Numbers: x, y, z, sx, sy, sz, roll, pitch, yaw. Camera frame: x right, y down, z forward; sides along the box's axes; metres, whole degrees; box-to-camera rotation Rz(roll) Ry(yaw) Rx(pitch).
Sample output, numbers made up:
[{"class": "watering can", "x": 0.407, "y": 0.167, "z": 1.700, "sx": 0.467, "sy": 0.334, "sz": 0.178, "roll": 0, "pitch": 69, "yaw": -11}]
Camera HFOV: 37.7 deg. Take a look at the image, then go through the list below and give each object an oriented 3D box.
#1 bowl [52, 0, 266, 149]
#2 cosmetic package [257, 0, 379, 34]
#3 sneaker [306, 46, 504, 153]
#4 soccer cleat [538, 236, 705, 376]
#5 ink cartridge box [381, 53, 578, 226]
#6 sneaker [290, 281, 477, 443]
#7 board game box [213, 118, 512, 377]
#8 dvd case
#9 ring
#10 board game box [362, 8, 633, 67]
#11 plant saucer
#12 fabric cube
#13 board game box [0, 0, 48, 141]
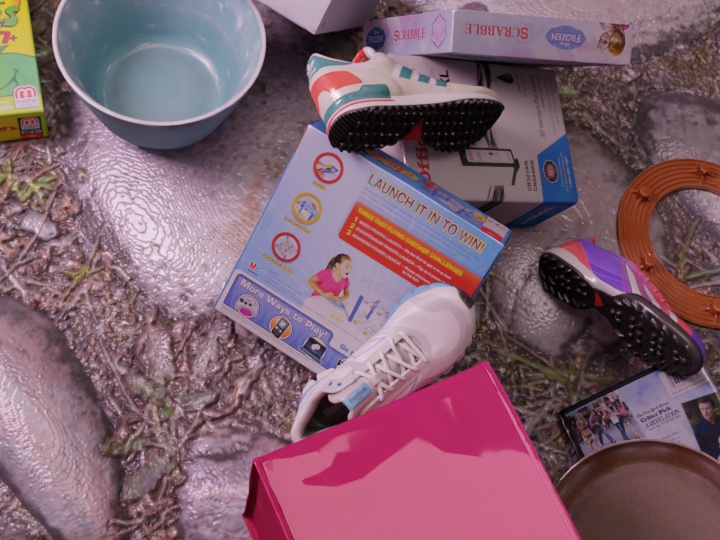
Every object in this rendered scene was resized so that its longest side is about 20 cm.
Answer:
[{"class": "bowl", "x": -0.197, "y": -0.200, "z": 1.041, "sx": 0.199, "sy": 0.105, "sz": 0.202, "roll": 5, "pitch": 64, "yaw": -9}, {"class": "cosmetic package", "x": -0.070, "y": -0.303, "z": 1.081, "sx": 0.150, "sy": 0.052, "sz": 0.200, "roll": 34, "pitch": 21, "yaw": 4}, {"class": "sneaker", "x": 0.040, "y": -0.158, "z": 0.921, "sx": 0.199, "sy": 0.070, "sz": 0.094, "roll": -8, "pitch": 60, "yaw": -38}, {"class": "soccer cleat", "x": 0.260, "y": 0.026, "z": 1.008, "sx": 0.073, "sy": 0.069, "sz": 0.200, "roll": -27, "pitch": 41, "yaw": -23}, {"class": "ink cartridge box", "x": 0.101, "y": -0.123, "z": 1.034, "sx": 0.199, "sy": 0.084, "sz": 0.147, "roll": -2, "pitch": 77, "yaw": -30}, {"class": "sneaker", "x": 0.018, "y": 0.090, "z": 0.886, "sx": 0.075, "sy": 0.200, "sz": 0.087, "roll": 47, "pitch": 20, "yaw": 1}, {"class": "board game box", "x": 0.000, "y": 0.000, "z": 0.941, "sx": 0.199, "sy": 0.196, "sz": 0.056, "roll": 32, "pitch": 20, "yaw": 5}, {"class": "dvd case", "x": 0.284, "y": 0.188, "z": 0.954, "sx": 0.142, "sy": 0.018, "sz": 0.201, "roll": -27, "pitch": 65, "yaw": 9}, {"class": "ring", "x": 0.369, "y": -0.034, "z": 1.120, "sx": 0.199, "sy": 0.019, "sz": 0.202, "roll": 4, "pitch": 63, "yaw": -9}, {"class": "board game box", "x": 0.130, "y": -0.228, "z": 1.055, "sx": 0.199, "sy": 0.199, "sz": 0.041, "roll": -2, "pitch": 100, "yaw": -24}, {"class": "plant saucer", "x": 0.252, "y": 0.249, "z": 0.916, "sx": 0.199, "sy": 0.032, "sz": 0.201, "roll": -6, "pitch": 69, "yaw": 17}, {"class": "fabric cube", "x": 0.037, "y": 0.221, "z": 0.834, "sx": 0.198, "sy": 0.200, "sz": 0.197, "roll": -21, "pitch": 71, "yaw": -17}, {"class": "board game box", "x": -0.376, "y": -0.224, "z": 1.050, "sx": 0.101, "sy": 0.048, "sz": 0.201, "roll": -9, "pitch": 67, "yaw": -15}]
